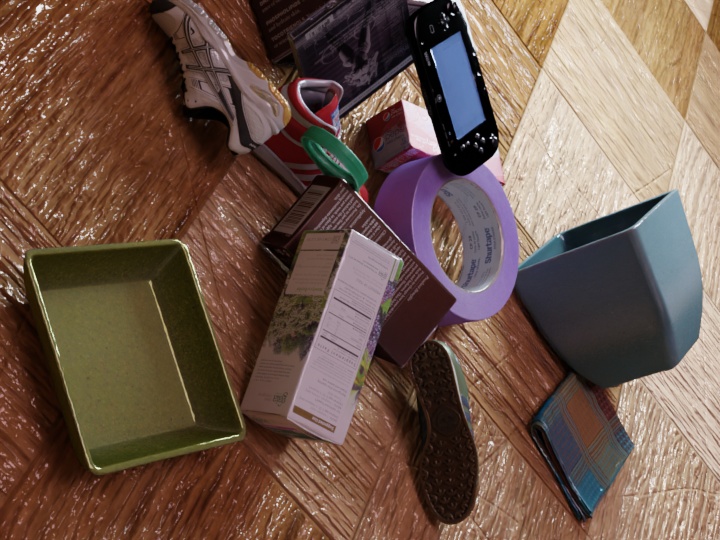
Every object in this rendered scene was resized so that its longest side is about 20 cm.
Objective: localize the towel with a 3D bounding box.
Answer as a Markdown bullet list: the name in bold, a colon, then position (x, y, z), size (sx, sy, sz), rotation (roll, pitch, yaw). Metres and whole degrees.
- **towel**: position (0.291, 0.215, 1.877), size (0.147, 0.022, 0.200), rotation (60, 35, -6)

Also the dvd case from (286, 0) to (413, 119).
- **dvd case**: position (-0.006, -0.248, 1.610), size (0.016, 0.148, 0.200), rotation (47, -11, 23)

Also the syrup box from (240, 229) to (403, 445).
- **syrup box**: position (-0.038, 0.065, 1.434), size (0.081, 0.078, 0.202), rotation (30, 71, -37)

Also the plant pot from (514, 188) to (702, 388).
- **plant pot**: position (0.347, 0.037, 1.918), size (0.196, 0.195, 0.201), rotation (-32, 98, -56)

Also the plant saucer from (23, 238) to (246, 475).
- **plant saucer**: position (-0.210, 0.077, 1.293), size (0.199, 0.048, 0.201), rotation (-6, 74, -53)

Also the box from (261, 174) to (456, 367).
- **box**: position (0.000, 0.000, 1.556), size (0.100, 0.075, 0.200), rotation (-49, 113, -12)

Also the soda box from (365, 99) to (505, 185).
- **soda box**: position (0.096, -0.148, 1.817), size (0.199, 0.063, 0.071), rotation (16, 57, -48)

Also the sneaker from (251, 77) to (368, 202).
- **sneaker**: position (-0.034, -0.136, 1.596), size (0.200, 0.112, 0.072), rotation (36, 43, -35)

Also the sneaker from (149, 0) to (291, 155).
- **sneaker**: position (-0.165, -0.206, 1.507), size (0.200, 0.088, 0.076), rotation (47, -2, 12)

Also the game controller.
- **game controller**: position (0.107, -0.212, 1.665), size (0.104, 0.042, 0.202), rotation (-43, 120, -51)

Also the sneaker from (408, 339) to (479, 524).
- **sneaker**: position (0.099, 0.175, 1.612), size (0.090, 0.066, 0.202), rotation (-3, 83, -77)

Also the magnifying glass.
- **magnifying glass**: position (-0.018, -0.093, 1.551), size (0.079, 0.022, 0.200), rotation (36, -11, 23)

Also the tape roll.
- **tape roll**: position (0.103, -0.037, 1.716), size (0.199, 0.065, 0.202), rotation (13, 72, -46)

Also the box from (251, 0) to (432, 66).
- **box**: position (-0.028, -0.363, 1.701), size (0.165, 0.164, 0.202), rotation (-6, 73, -52)
